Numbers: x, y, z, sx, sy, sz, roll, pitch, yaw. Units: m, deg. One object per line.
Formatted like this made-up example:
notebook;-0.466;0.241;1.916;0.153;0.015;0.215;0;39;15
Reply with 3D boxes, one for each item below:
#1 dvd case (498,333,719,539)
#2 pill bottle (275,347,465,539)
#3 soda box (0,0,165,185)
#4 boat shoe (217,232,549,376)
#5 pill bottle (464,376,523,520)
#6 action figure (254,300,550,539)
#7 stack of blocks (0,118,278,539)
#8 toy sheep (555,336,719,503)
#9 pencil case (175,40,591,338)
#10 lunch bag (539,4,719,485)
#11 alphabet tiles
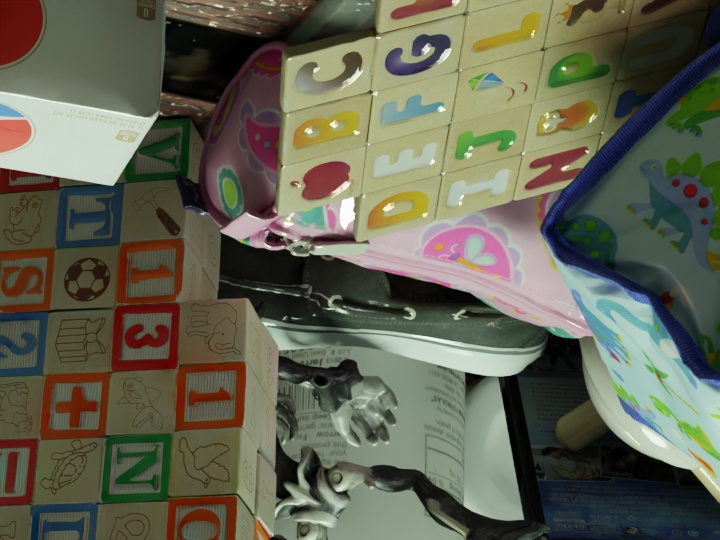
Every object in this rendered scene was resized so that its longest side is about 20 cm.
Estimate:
dvd case;0.141;0.081;1.174;0.142;0.200;0.018;3;119;-5
pill bottle;-0.004;0.125;1.236;0.114;0.201;0.114;1;158;1
soda box;-0.176;-0.086;0.911;0.199;0.064;0.068;8;157;-18
boat shoe;0.000;0.000;1.126;0.199;0.069;0.057;9;135;-20
pill bottle;0.104;0.131;1.365;0.112;0.112;0.200;0;158;3
action figure;-0.024;0.096;1.083;0.200;0.119;0.102;33;177;17
stack of blocks;-0.096;0.039;1.031;0.115;0.201;0.059;-4;155;11
toy sheep;0.166;0.032;1.090;0.200;0.138;0.138;-37;141;26
pencil case;0.029;-0.028;1.017;0.200;0.088;0.087;16;154;-34
lunch bag;0.180;-0.023;0.932;0.200;0.127;0.170;-43;151;-5
alphabet tiles;0.065;-0.072;0.903;0.199;0.006;0.167;-15;151;-13
